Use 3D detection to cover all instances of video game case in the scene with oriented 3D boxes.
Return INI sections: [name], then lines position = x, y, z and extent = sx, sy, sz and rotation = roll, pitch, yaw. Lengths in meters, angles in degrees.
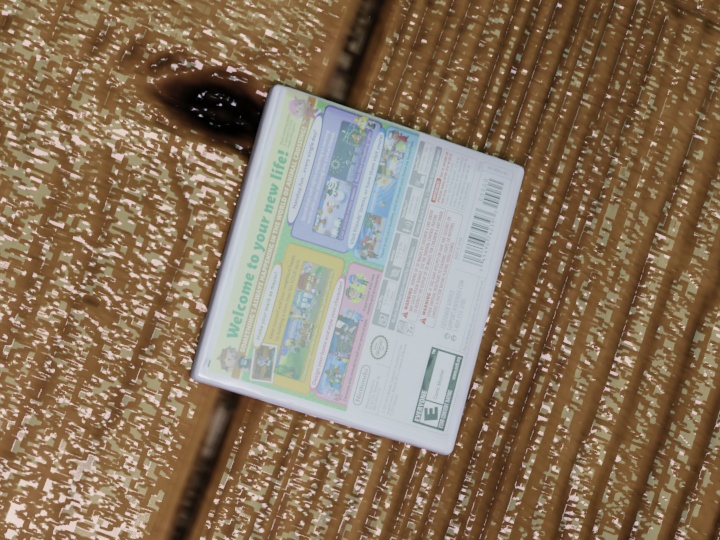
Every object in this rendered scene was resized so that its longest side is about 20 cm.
[video game case]
position = 0.000, 0.000, 1.358
extent = 0.181, 0.022, 0.201
rotation = 17, 81, -14
